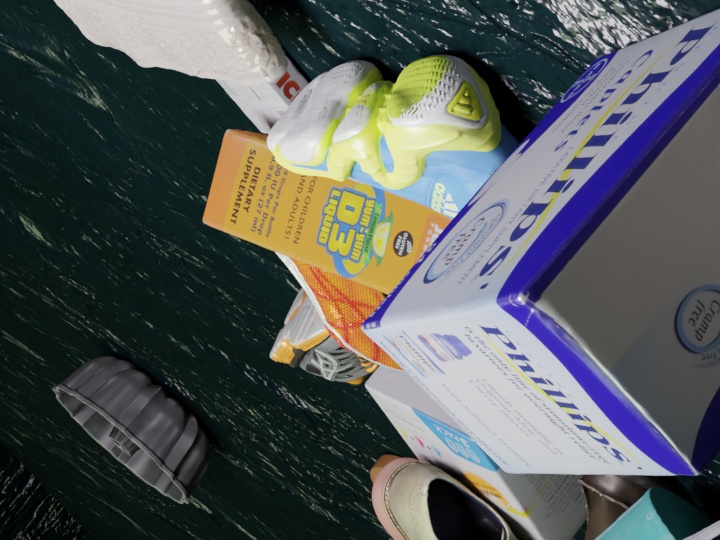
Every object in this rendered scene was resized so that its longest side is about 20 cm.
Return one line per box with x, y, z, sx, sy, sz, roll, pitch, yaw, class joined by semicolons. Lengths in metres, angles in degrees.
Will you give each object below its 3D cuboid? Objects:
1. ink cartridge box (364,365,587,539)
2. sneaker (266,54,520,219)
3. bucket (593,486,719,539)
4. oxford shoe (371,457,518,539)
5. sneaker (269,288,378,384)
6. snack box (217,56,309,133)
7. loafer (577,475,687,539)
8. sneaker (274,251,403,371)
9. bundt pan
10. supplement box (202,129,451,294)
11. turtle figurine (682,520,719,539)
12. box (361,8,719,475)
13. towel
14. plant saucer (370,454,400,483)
0.100;0.134;1.604;0.115;0.068;0.200;25;159;43;ink cartridge box
0.024;-0.061;1.239;0.105;0.076;0.200;46;163;-21;sneaker
0.207;0.248;1.423;0.207;0.135;0.207;38;-169;-9;bucket
0.091;0.216;1.593;0.200;0.071;0.074;43;162;-18;oxford shoe
-0.010;0.040;1.617;0.077;0.079;0.200;28;169;-5;sneaker
-0.096;-0.158;1.350;0.200;0.024;0.072;49;162;-28;snack box
0.190;0.193;1.546;0.073;0.071;0.200;29;161;34;loafer
0.000;0.000;1.475;0.200;0.073;0.077;45;154;-26;sneaker
-0.248;0.171;2.498;0.201;0.076;0.202;37;163;13;bundt pan
-0.002;-0.030;1.334;0.199;0.067;0.069;19;-174;39;supplement box
0.238;0.089;0.992;0.144;0.201;0.193;33;163;-38;turtle figurine
0.121;-0.012;0.948;0.105;0.184;0.200;45;163;-10;box
-0.137;-0.172;1.298;0.199;0.035;0.133;17;152;49;towel
0.086;0.243;2.000;0.200;0.032;0.200;38;164;13;plant saucer
